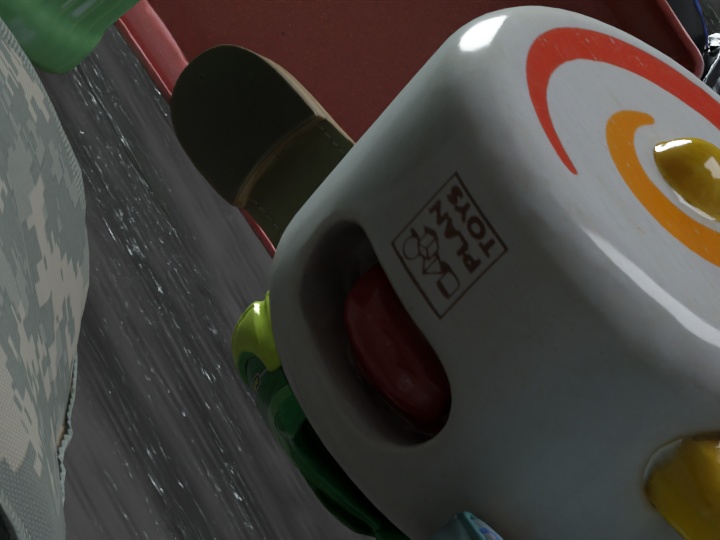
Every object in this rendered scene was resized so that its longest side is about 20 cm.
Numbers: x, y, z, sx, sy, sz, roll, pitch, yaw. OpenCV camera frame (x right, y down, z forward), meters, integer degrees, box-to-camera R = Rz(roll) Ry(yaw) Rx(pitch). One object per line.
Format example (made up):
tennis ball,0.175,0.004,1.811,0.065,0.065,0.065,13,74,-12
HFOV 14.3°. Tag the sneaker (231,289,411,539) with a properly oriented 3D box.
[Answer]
sneaker,0.029,0.084,1.040,0.200,0.074,0.084,38,22,-28

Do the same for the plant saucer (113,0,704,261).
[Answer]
plant saucer,0.010,-0.110,1.221,0.200,0.200,0.037,56,-4,-2

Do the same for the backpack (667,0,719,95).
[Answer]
backpack,0.082,-0.086,1.376,0.200,0.154,0.191,51,49,-49

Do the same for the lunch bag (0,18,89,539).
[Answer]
lunch bag,-0.122,-0.018,0.467,0.200,0.118,0.164,48,11,-19

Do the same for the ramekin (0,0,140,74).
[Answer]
ramekin,-0.126,-0.180,1.043,0.200,0.098,0.200,54,10,-14

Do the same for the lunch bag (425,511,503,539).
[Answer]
lunch bag,0.057,0.178,0.838,0.160,0.077,0.200,53,10,-25

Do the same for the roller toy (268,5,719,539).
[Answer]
roller toy,0.075,0.010,0.958,0.182,0.140,0.200,36,29,-11

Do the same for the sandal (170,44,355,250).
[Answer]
sandal,0.004,-0.004,1.173,0.212,0.078,0.070,54,15,19

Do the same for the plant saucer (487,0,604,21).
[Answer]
plant saucer,0.019,-0.115,1.286,0.201,0.201,0.039,59,25,14
